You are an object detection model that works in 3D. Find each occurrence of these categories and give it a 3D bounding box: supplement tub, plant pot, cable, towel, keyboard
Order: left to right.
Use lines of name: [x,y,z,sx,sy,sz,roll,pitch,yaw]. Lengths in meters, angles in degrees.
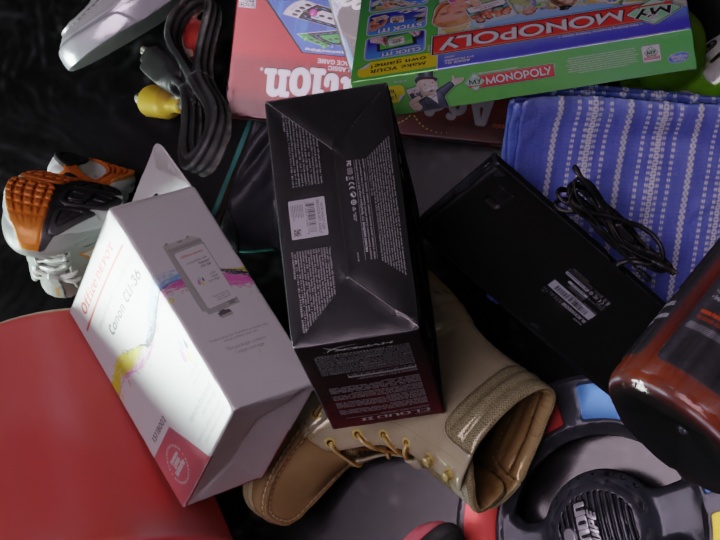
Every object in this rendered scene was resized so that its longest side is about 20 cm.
plant pot: [-0.197,0.135,1.407,0.200,0.200,0.178,-25,65,20]
cable: [-0.103,-0.124,1.402,0.097,0.050,0.200,-54,32,8]
keyboard: [0.138,0.000,1.258,0.200,0.040,0.104,40,126,-19]
towel: [0.179,-0.038,1.263,0.198,0.024,0.146,3,115,-5]
supplement tub: [0.238,0.024,1.201,0.107,0.107,0.200,34,73,22]

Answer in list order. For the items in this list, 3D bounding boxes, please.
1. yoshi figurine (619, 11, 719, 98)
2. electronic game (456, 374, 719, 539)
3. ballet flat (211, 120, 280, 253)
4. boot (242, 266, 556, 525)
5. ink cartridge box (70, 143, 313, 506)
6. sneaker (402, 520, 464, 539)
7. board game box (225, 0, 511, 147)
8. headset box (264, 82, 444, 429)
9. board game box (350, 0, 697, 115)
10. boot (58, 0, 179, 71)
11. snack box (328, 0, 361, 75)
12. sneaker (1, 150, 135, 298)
yoshi figurine: [0.153,-0.094,1.310,0.200,0.112,0.113,-41,61,7]
electronic game: [0.154,0.165,1.320,0.199,0.042,0.202,-2,85,24]
ballet flat: [-0.047,-0.106,1.425,0.073,0.073,0.201,14,87,24]
boot: [0.023,0.114,1.348,0.200,0.073,0.155,-51,51,5]
ink cartridge box: [-0.119,0.032,1.333,0.201,0.067,0.117,57,143,23]
sneaker: [-0.013,0.221,1.363,0.200,0.074,0.087,-51,60,23]
board game box: [0.014,-0.141,1.382,0.198,0.019,0.104,6,89,1]
headset box: [0.000,0.000,1.246,0.077,0.200,0.150,-9,70,5]
board game box: [0.097,-0.148,1.259,0.199,0.135,0.029,-8,122,9]
boot: [-0.147,-0.231,1.461,0.200,0.074,0.096,-36,91,5]
snack box: [0.080,-0.184,1.350,0.199,0.037,0.117,-18,86,4]
sneaker: [-0.198,-0.020,1.421,0.075,0.200,0.093,15,102,4]
